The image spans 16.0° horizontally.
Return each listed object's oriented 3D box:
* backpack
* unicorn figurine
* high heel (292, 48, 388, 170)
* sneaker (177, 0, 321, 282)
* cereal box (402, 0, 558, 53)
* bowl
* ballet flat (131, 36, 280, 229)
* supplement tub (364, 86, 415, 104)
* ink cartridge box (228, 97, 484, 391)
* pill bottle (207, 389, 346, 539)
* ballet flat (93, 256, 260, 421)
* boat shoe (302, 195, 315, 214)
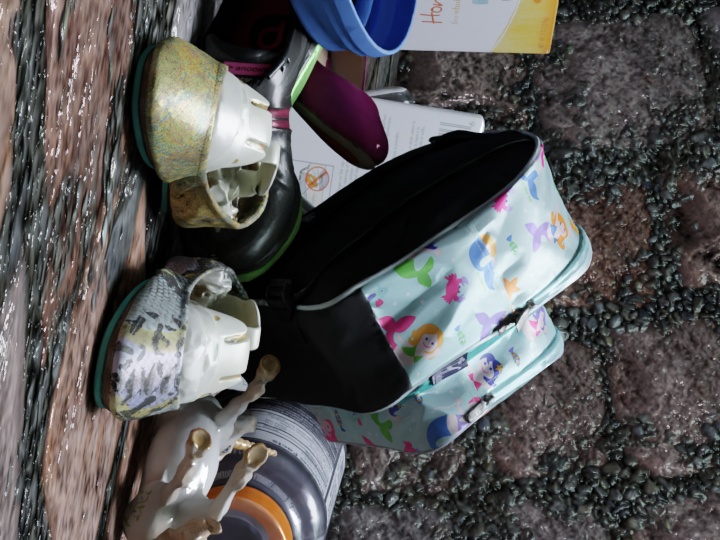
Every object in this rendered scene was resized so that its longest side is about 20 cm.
[{"bbox_3d":[0.034,0.007,1.487,0.200,0.151,0.177,-42,-159,-24],"label":"backpack"},{"bbox_3d":[-0.090,0.101,1.444,0.138,0.074,0.200,-54,179,42],"label":"unicorn figurine"},{"bbox_3d":[-0.008,-0.133,1.537,0.067,0.096,0.200,46,2,-39],"label":"high heel"},{"bbox_3d":[-0.069,-0.089,1.438,0.084,0.076,0.201,53,40,-62],"label":"sneaker"},{"bbox_3d":[0.031,-0.204,1.642,0.144,0.198,0.040,94,-6,-47],"label":"cereal box"},{"bbox_3d":[-0.012,-0.220,1.456,0.201,0.039,0.202,-6,90,-74],"label":"bowl"},{"bbox_3d":[-0.074,-0.066,1.296,0.200,0.070,0.071,88,11,-75],"label":"ballet flat"},{"bbox_3d":[-0.009,-0.018,1.737,0.123,0.122,0.201,-55,137,-84],"label":"supplement tub"},{"bbox_3d":[-0.019,-0.013,1.649,0.044,0.172,0.201,-167,-94,-76],"label":"ink cartridge box"},{"bbox_3d":[-0.069,0.144,1.627,0.200,0.105,0.107,-69,167,-74],"label":"pill bottle"},{"bbox_3d":[-0.086,0.032,1.310,0.200,0.072,0.073,-67,165,-78],"label":"ballet flat"},{"bbox_3d":[-0.001,0.000,1.596,0.072,0.200,0.070,-56,-169,3],"label":"boat shoe"}]
